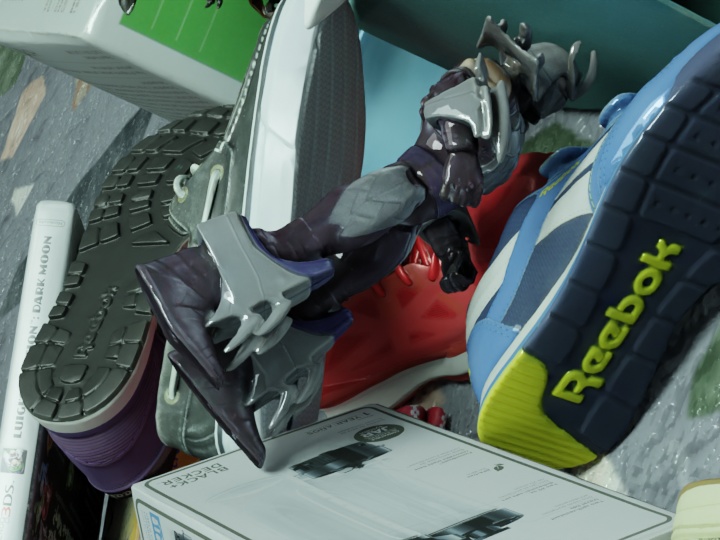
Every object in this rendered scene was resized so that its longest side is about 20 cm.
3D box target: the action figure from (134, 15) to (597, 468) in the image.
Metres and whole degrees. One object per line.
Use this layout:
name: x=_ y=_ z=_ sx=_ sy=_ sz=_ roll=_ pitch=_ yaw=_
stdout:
action figure: x=0.014 y=-0.022 z=0.780 sx=0.200 sy=0.069 sz=0.130 roll=-39 pitch=-23 yaw=-12

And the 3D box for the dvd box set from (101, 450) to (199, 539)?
dvd box set: x=-0.106 y=0.101 z=1.071 sx=0.147 sy=0.029 sz=0.201 roll=117 pitch=162 yaw=-53

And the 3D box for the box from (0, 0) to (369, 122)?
box: x=-0.071 y=-0.181 z=1.123 sx=0.200 sy=0.170 sz=0.201 roll=17 pitch=84 yaw=63

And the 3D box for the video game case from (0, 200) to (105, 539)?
video game case: x=-0.150 y=0.087 z=1.038 sx=0.200 sy=0.023 sz=0.184 roll=88 pitch=-173 yaw=-69

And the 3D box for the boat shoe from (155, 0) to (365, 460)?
boat shoe: x=-0.047 y=-0.019 z=0.848 sx=0.070 sy=0.072 sz=0.202 roll=6 pitch=81 yaw=24

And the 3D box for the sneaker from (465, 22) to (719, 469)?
sneaker: x=0.099 y=-0.022 z=0.773 sx=0.201 sy=0.074 sz=0.082 roll=-54 pitch=26 yaw=23

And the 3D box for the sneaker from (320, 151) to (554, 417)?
sneaker: x=0.000 y=0.000 z=0.893 sx=0.200 sy=0.115 sz=0.079 roll=-44 pitch=33 yaw=41

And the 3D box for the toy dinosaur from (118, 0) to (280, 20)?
toy dinosaur: x=-0.062 y=-0.179 z=0.947 sx=0.102 sy=0.200 sz=0.136 roll=-32 pitch=13 yaw=34

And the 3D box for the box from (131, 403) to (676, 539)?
box: x=0.015 y=0.108 z=0.734 sx=0.199 sy=0.116 sz=0.061 roll=13 pitch=116 yaw=57

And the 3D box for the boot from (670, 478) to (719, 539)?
boot: x=0.134 y=0.137 z=0.568 sx=0.200 sy=0.072 sz=0.156 roll=-13 pitch=56 yaw=66

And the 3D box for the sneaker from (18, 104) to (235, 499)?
sneaker: x=-0.090 y=0.014 z=0.986 sx=0.075 sy=0.088 sz=0.201 roll=6 pitch=53 yaw=31

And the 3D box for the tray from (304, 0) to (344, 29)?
tray: x=0.027 y=-0.194 z=0.802 sx=0.108 sy=0.022 sz=0.201 roll=-92 pitch=26 yaw=-56

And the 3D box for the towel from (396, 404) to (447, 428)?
towel: x=-0.033 y=0.147 z=0.943 sx=0.200 sy=0.022 sz=0.146 roll=-28 pitch=45 yaw=53

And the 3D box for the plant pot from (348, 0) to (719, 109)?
plant pot: x=0.081 y=-0.149 z=0.847 sx=0.200 sy=0.140 sz=0.143 roll=-18 pitch=52 yaw=65

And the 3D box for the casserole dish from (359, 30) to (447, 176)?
casserole dish: x=0.020 y=-0.107 z=1.006 sx=0.121 sy=0.039 sz=0.201 roll=23 pitch=88 yaw=45
